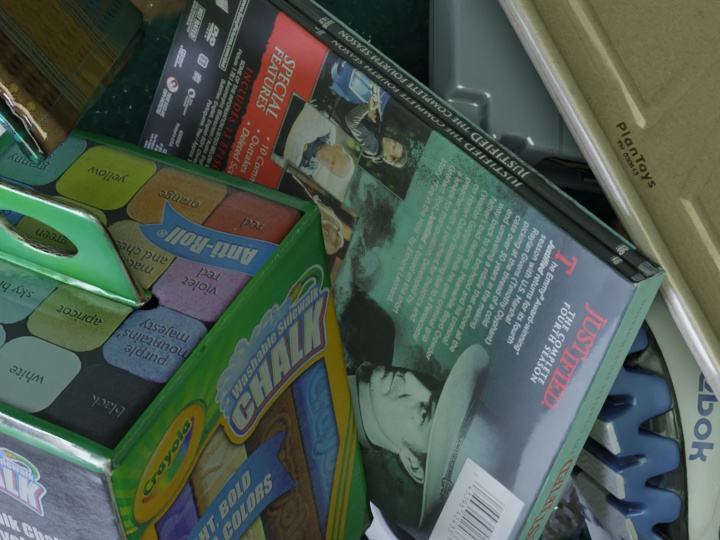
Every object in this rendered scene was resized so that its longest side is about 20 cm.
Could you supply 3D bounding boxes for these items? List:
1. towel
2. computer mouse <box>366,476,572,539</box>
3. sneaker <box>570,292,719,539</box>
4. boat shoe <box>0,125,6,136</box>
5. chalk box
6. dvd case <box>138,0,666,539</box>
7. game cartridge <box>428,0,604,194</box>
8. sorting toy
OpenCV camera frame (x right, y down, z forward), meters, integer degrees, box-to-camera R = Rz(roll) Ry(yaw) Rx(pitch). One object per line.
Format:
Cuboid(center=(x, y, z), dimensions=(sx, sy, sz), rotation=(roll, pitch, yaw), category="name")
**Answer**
Cuboid(center=(-0.137, -0.111, 0.941), dimensions=(0.022, 0.200, 0.147), rotation=(-41, 100, 12), category="towel")
Cuboid(center=(0.075, 0.031, 1.054), dimensions=(0.200, 0.044, 0.110), rotation=(-39, 105, -6), category="computer mouse")
Cuboid(center=(0.136, 0.077, 1.009), dimensions=(0.115, 0.081, 0.200), rotation=(-24, 119, -14), category="sneaker")
Cuboid(center=(-0.146, 0.013, 1.003), dimensions=(0.072, 0.059, 0.201), rotation=(12, 94, 30), category="boat shoe")
Cuboid(center=(-0.086, 0.038, 0.917), dimensions=(0.124, 0.124, 0.201), rotation=(20, 140, 26), category="chalk box")
Cuboid(center=(0.000, 0.000, 0.976), dimensions=(0.200, 0.022, 0.146), rotation=(39, 127, 24), category="dvd case")
Cuboid(center=(0.117, -0.089, 1.012), dimensions=(0.199, 0.040, 0.134), rotation=(9, 74, -21), category="game cartridge")
Cuboid(center=(0.146, -0.066, 0.982), dimensions=(0.199, 0.036, 0.186), rotation=(-26, 85, -33), category="sorting toy")
